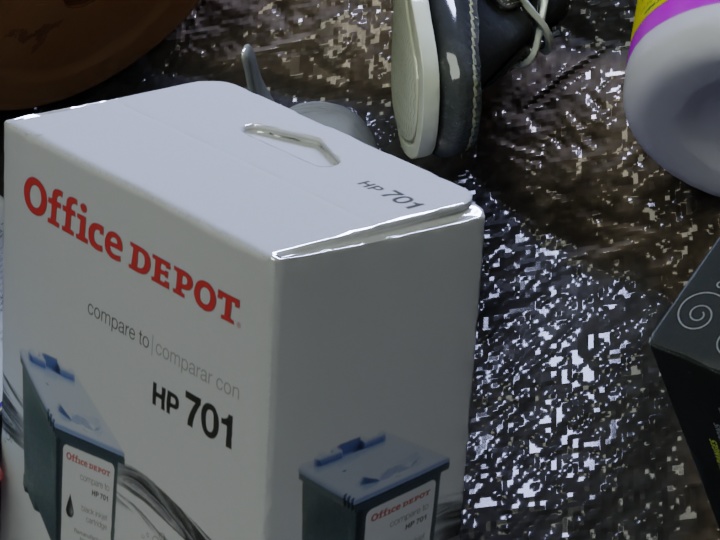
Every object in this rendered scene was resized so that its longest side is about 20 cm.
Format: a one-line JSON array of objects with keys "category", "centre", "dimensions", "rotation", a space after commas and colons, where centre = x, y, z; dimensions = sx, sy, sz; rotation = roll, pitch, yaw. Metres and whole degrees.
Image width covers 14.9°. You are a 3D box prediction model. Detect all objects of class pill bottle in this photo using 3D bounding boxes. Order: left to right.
[{"category": "pill bottle", "centre": [0.158, -0.130, 0.999], "dimensions": [0.104, 0.104, 0.200], "rotation": [0, 56, 20]}]

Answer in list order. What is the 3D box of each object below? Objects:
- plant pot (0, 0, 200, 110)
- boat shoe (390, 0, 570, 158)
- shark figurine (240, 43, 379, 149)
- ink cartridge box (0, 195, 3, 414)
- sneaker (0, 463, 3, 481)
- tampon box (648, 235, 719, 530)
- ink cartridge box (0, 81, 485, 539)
[{"category": "plant pot", "centre": [-0.141, -0.159, 1.089], "dimensions": [0.200, 0.200, 0.140], "rotation": [-35, 68, -7]}, {"category": "boat shoe", "centre": [0.044, -0.103, 1.015], "dimensions": [0.067, 0.072, 0.200], "rotation": [5, 30, 3]}, {"category": "shark figurine", "centre": [-0.003, 0.008, 0.952], "dimensions": [0.089, 0.128, 0.215], "rotation": [1, 56, 7]}, {"category": "ink cartridge box", "centre": [-0.194, 0.050, 1.014], "dimensions": [0.196, 0.043, 0.200], "rotation": [-40, 39, -11]}, {"category": "sneaker", "centre": [-0.222, 0.066, 0.874], "dimensions": [0.200, 0.096, 0.079], "rotation": [-13, 75, 12]}, {"category": "tampon box", "centre": [0.219, 0.035, 0.844], "dimensions": [0.200, 0.126, 0.150], "rotation": [24, 66, 33]}, {"category": "ink cartridge box", "centre": [-0.042, 0.058, 0.859], "dimensions": [0.086, 0.200, 0.146], "rotation": [-14, 27, -36]}]
